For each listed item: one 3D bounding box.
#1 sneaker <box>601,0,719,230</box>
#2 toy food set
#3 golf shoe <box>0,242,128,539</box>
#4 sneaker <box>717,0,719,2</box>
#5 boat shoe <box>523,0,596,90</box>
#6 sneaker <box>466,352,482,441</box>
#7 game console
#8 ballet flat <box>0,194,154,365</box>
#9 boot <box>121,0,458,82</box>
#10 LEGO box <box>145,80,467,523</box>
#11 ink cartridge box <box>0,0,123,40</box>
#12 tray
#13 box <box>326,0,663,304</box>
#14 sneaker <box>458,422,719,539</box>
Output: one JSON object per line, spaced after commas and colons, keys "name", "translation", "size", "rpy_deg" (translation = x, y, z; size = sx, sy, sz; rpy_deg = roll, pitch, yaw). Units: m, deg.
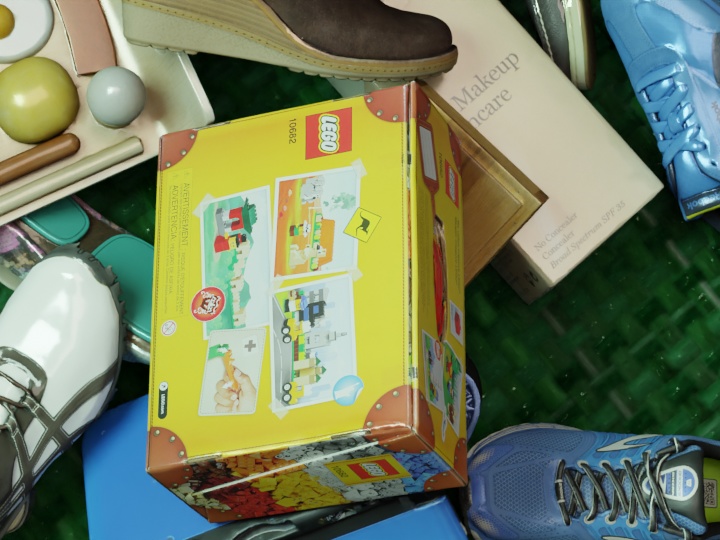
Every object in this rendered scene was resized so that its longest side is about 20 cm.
{"name": "sneaker", "translation": [0.197, -0.084, 1.517], "size": [0.200, 0.066, 0.078], "rpy_deg": [53, 54, -9]}
{"name": "toy food set", "translation": [-0.197, -0.103, 1.421], "size": [0.200, 0.060, 0.144], "rpy_deg": [-25, 88, -11]}
{"name": "golf shoe", "translation": [-0.192, 0.080, 1.412], "size": [0.078, 0.094, 0.200], "rpy_deg": [29, 102, 15]}
{"name": "sneaker", "translation": [0.275, -0.182, 1.565], "size": [0.066, 0.078, 0.200], "rpy_deg": [45, 79, -1]}
{"name": "boat shoe", "translation": [0.093, -0.198, 1.551], "size": [0.065, 0.073, 0.200], "rpy_deg": [-13, 85, 7]}
{"name": "sneaker", "translation": [0.007, 0.130, 1.484], "size": [0.070, 0.078, 0.200], "rpy_deg": [34, 99, -2]}
{"name": "game console", "translation": [-0.035, 0.142, 1.441], "size": [0.200, 0.118, 0.171], "rpy_deg": [-21, 52, 15]}
{"name": "ballet flat", "translation": [-0.159, 0.001, 1.479], "size": [0.200, 0.071, 0.069], "rpy_deg": [38, 44, 8]}
{"name": "boot", "translation": [-0.028, -0.190, 1.413], "size": [0.200, 0.072, 0.166], "rpy_deg": [7, 99, -22]}
{"name": "LEGO box", "translation": [-0.026, 0.017, 1.376], "size": [0.149, 0.077, 0.200], "rpy_deg": [-10, 62, 20]}
{"name": "ink cartridge box", "translation": [-0.174, -0.188, 1.504], "size": [0.200, 0.076, 0.136], "rpy_deg": [-5, 82, -7]}
{"name": "tray", "translation": [0.000, 0.000, 1.473], "size": [0.099, 0.037, 0.200], "rpy_deg": [43, 103, 3]}
{"name": "box", "translation": [0.069, -0.087, 1.519], "size": [0.095, 0.078, 0.200], "rpy_deg": [-43, 88, -11]}
{"name": "sneaker", "translation": [0.149, 0.117, 1.471], "size": [0.200, 0.089, 0.079], "rpy_deg": [0, 79, -22]}
